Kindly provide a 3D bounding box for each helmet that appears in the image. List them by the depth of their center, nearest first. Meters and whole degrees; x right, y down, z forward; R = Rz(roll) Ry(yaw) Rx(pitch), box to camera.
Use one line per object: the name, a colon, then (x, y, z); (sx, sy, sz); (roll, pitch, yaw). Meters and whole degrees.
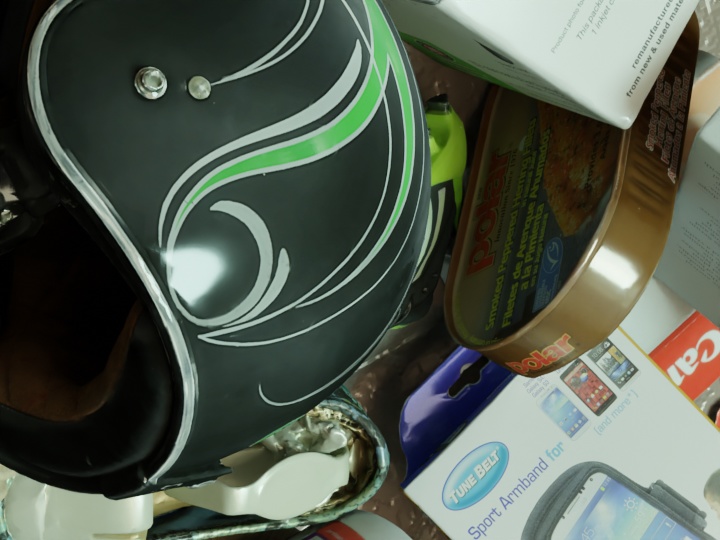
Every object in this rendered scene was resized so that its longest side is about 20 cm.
helmet: (-0.069, -0.039, 0.787); (0.191, 0.199, 0.201); (-47, 126, -43)

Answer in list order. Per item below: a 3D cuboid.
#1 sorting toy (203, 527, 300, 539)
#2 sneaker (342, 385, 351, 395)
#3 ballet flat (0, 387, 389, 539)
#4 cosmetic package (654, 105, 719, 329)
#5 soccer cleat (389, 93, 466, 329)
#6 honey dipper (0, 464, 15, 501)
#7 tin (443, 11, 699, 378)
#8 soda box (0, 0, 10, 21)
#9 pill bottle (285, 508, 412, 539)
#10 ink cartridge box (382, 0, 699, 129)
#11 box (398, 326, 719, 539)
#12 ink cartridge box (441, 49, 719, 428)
sorting toy: (-0.126, 0.164, 0.953); (0.199, 0.070, 0.201); (36, 85, -33)
sneaker: (-0.065, 0.006, 0.943); (0.200, 0.071, 0.080); (36, 88, -32)
ballet flat: (-0.077, 0.078, 0.876); (0.199, 0.074, 0.075); (-10, 109, -27)
cosmetic package: (0.189, -0.020, 0.953); (0.101, 0.200, 0.071); (40, 79, 11)
soccer cleat: (0.000, 0.000, 0.941); (0.200, 0.067, 0.081); (-52, 140, -51)
honey dipper: (-0.171, 0.132, 0.835); (0.038, 0.038, 0.201); (15, 108, -33)
tin: (0.090, -0.045, 0.966); (0.042, 0.112, 0.201); (33, 52, -26)
soda box: (-0.203, -0.062, 0.846); (0.068, 0.064, 0.201); (35, 85, -33)
pill bottle: (-0.054, 0.185, 0.893); (0.199, 0.112, 0.113); (-28, 117, -21)
ink cartridge box: (0.019, -0.148, 0.906); (0.200, 0.145, 0.084); (30, 89, -33)
box: (0.111, 0.108, 1.000); (0.119, 0.041, 0.200); (-45, 92, -4)
ink cartridge box: (0.141, 0.020, 1.086); (0.162, 0.050, 0.200); (-40, 117, -15)
